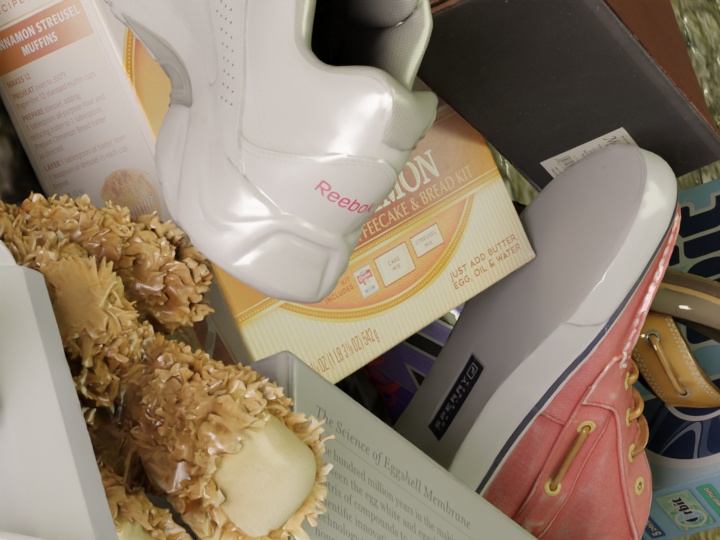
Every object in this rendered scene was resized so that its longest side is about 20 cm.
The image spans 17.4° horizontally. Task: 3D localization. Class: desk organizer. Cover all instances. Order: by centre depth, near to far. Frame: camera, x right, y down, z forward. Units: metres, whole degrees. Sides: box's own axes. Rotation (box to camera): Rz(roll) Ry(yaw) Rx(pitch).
[{"bbox_3d":[0.069,-0.095,0.885,0.200,0.072,0.077,35,35,-59],"label":"desk organizer"}]

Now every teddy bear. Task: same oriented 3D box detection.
[{"bbox_3d":[-0.102,0.030,0.664,0.145,0.200,0.067,-61,171,-25],"label":"teddy bear"}]

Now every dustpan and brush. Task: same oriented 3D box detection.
[{"bbox_3d":[-0.165,0.021,0.550,0.140,0.200,0.057,-116,-155,-53],"label":"dustpan and brush"}]

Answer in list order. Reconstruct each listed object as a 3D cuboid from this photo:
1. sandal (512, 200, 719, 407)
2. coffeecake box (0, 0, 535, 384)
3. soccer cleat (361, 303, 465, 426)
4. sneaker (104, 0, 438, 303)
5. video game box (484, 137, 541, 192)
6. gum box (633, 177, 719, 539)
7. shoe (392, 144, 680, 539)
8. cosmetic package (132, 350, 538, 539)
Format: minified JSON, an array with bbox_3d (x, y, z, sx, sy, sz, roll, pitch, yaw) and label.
[{"bbox_3d":[0.122,0.025,0.984,0.080,0.200,0.054,113,1,-88],"label":"sandal"},{"bbox_3d":[-0.042,-0.061,0.853,0.153,0.073,0.200,-30,99,-43],"label":"coffeecake box"},{"bbox_3d":[0.000,0.000,0.965,0.073,0.068,0.200,-20,95,-39],"label":"soccer cleat"},{"bbox_3d":[-0.021,-0.088,0.727,0.078,0.099,0.200,21,35,-44],"label":"sneaker"},{"bbox_3d":[0.039,-0.109,1.037,0.200,0.047,0.182,41,7,-45],"label":"video game box"},{"bbox_3d":[0.165,0.035,1.083,0.045,0.200,0.170,47,34,-40],"label":"gum box"},{"bbox_3d":[0.084,0.048,0.922,0.091,0.200,0.071,23,19,-28],"label":"shoe"},{"bbox_3d":[-0.014,0.166,0.736,0.199,0.123,0.200,40,40,-45],"label":"cosmetic package"}]
